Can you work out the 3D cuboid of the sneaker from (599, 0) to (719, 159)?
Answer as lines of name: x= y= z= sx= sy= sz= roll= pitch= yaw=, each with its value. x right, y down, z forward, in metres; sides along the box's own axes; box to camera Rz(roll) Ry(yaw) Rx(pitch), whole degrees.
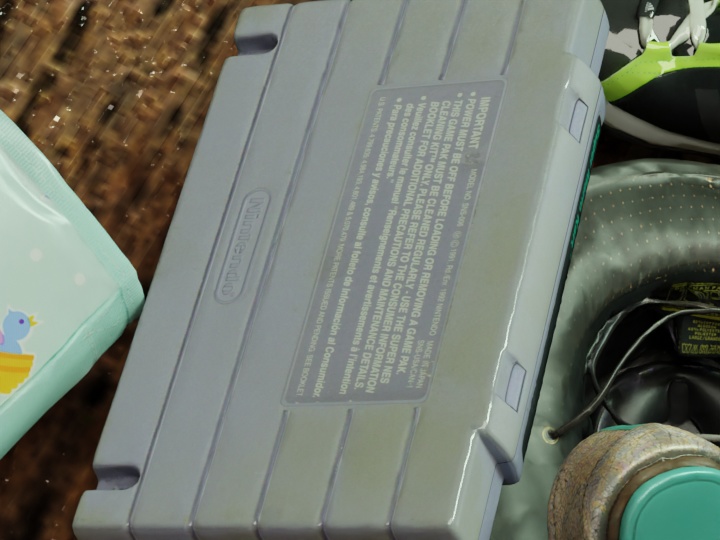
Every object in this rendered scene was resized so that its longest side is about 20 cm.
sneaker: x=0.150 y=-0.074 z=0.918 sx=0.199 sy=0.083 sz=0.072 roll=23 pitch=59 yaw=-7

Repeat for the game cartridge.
game cartridge: x=0.000 y=0.000 z=0.812 sx=0.129 sy=0.038 sz=0.201 roll=0 pitch=54 yaw=23

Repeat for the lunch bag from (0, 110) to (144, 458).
lunch bag: x=-0.186 y=0.007 z=0.824 sx=0.200 sy=0.122 sz=0.170 roll=38 pitch=64 yaw=17

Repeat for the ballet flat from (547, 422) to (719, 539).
ballet flat: x=0.079 y=0.137 z=0.747 sx=0.068 sy=0.067 sz=0.201 roll=-2 pitch=101 yaw=-22

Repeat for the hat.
hat: x=0.107 y=0.068 z=0.859 sx=0.199 sy=0.081 sz=0.202 roll=6 pitch=60 yaw=-10
